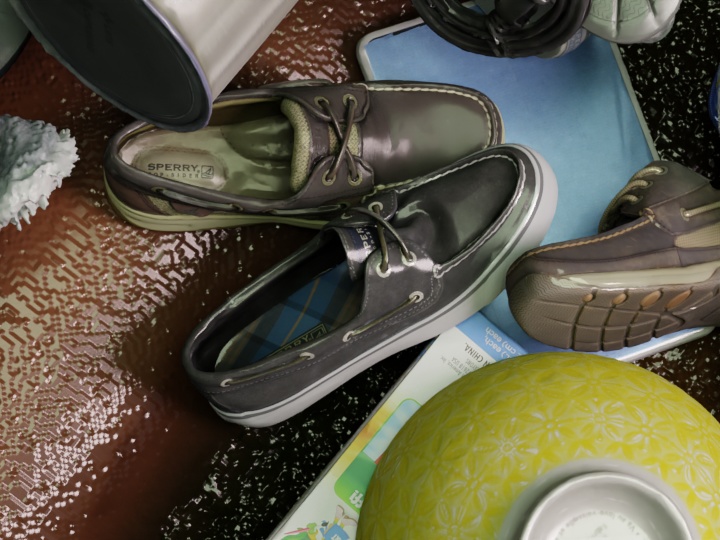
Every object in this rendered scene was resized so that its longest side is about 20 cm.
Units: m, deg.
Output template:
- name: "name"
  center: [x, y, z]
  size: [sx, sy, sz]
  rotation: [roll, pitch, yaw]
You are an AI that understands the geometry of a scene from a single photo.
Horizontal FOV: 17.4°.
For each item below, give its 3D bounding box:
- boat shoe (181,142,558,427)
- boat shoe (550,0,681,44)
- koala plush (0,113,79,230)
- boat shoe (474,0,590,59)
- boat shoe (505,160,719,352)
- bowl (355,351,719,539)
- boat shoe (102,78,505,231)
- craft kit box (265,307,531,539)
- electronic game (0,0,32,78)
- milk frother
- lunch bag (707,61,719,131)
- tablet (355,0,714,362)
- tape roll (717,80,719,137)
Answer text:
- name: "boat shoe"
  center: [0.000, 0.000, 1.111]
  size: [0.200, 0.066, 0.070]
  rotation: [-32, 59, 10]
- name: "boat shoe"
  center: [0.071, -0.181, 1.120]
  size: [0.202, 0.065, 0.074]
  rotation: [41, 93, 8]
- name: "koala plush"
  center: [-0.232, -0.020, 1.075]
  size: [0.177, 0.184, 0.200]
  rotation: [33, 66, -1]
- name: "boat shoe"
  center: [0.061, -0.198, 1.187]
  size: [0.071, 0.070, 0.201]
  rotation: [-34, 81, -25]
- name: "boat shoe"
  center: [0.145, -0.010, 1.140]
  size: [0.200, 0.074, 0.074]
  rotation: [-4, 65, -38]
- name: "bowl"
  center: [0.100, 0.132, 1.059]
  size: [0.199, 0.108, 0.201]
  rotation: [1, 83, -7]
- name: "boat shoe"
  center: [-0.027, -0.055, 1.142]
  size: [0.199, 0.065, 0.073]
  rotation: [-10, 83, -2]
- name: "craft kit box"
  center: [0.062, 0.153, 1.127]
  size: [0.200, 0.049, 0.198]
  rotation: [41, 78, 0]
- name: "electronic game"
  center: [-0.238, -0.143, 1.050]
  size: [0.199, 0.042, 0.201]
  rotation: [4, 64, -8]
- name: "milk frother"
  center: [-0.021, -0.130, 1.022]
  size: [0.200, 0.181, 0.188]
  rotation: [34, 69, 13]
- name: "lunch bag"
  center: [0.285, -0.100, 1.187]
  size: [0.199, 0.082, 0.161]
  rotation: [24, 77, -2]
- name: "tablet"
  center: [0.089, -0.043, 1.188]
  size: [0.130, 0.014, 0.201]
  rotation: [-19, 83, -10]
- name: "tape roll"
  center: [0.273, -0.077, 1.108]
  size: [0.202, 0.071, 0.203]
  rotation: [1, 83, -7]
